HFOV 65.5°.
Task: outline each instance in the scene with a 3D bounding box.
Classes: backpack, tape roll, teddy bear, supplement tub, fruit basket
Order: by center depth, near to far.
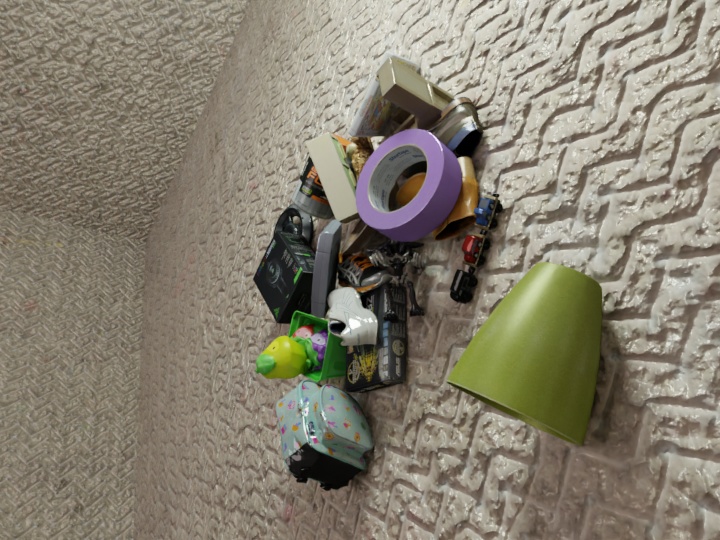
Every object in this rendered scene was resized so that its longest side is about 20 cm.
[{"bbox_3d":[0.086,-0.158,1.041,0.200,0.066,0.201,-18,60,35],"label":"tape roll"},{"bbox_3d":[-0.079,0.321,1.151,0.153,0.176,0.200,-48,39,11],"label":"backpack"},{"bbox_3d":[-0.137,0.177,1.275,0.215,0.215,0.156,7,84,59],"label":"fruit basket"},{"bbox_3d":[0.004,-0.249,1.308,0.067,0.145,0.201,-17,60,8],"label":"teddy bear"},{"bbox_3d":[-0.088,-0.244,1.442,0.201,0.122,0.123,-64,33,20],"label":"supplement tub"}]

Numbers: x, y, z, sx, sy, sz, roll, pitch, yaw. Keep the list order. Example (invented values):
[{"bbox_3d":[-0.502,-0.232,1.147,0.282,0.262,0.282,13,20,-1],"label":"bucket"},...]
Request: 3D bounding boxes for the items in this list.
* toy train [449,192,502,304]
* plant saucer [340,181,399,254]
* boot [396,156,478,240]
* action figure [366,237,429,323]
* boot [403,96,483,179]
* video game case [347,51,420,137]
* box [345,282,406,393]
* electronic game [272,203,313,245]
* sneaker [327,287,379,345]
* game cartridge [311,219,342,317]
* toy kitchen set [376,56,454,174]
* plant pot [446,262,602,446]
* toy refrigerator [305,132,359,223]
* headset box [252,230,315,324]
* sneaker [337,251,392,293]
[{"bbox_3d":[0.198,-0.040,0.971,0.034,0.046,0.201,27,101,58],"label":"toy train"},{"bbox_3d":[0.027,-0.110,1.218,0.200,0.032,0.200,-54,7,9],"label":"plant saucer"},{"bbox_3d":[0.139,-0.119,1.067,0.201,0.071,0.145,-24,51,45],"label":"boot"},{"bbox_3d":[0.076,-0.006,1.091,0.102,0.118,0.201,91,172,-68],"label":"action figure"},{"bbox_3d":[0.158,-0.233,1.088,0.200,0.074,0.097,-51,36,31],"label":"boot"},{"bbox_3d":[0.056,-0.380,1.232,0.023,0.200,0.182,33,113,12],"label":"video game case"},{"bbox_3d":[0.031,0.144,1.163,0.161,0.049,0.201,-26,55,49],"label":"box"},{"bbox_3d":[-0.198,-0.099,1.636,0.200,0.042,0.201,-15,71,49],"label":"electronic game"},{"bbox_3d":[-0.033,0.091,1.147,0.200,0.087,0.075,-139,45,-59],"label":"sneaker"},{"bbox_3d":[-0.077,-0.003,1.257,0.133,0.040,0.201,-75,-8,-71],"label":"game cartridge"},{"bbox_3d":[0.066,-0.337,1.173,0.200,0.180,0.164,-39,46,39],"label":"toy kitchen set"},{"bbox_3d":[0.241,0.099,0.748,0.187,0.187,0.201,11,72,59],"label":"plant pot"},{"bbox_3d":[-0.052,-0.217,1.321,0.070,0.076,0.201,-24,85,14],"label":"toy refrigerator"},{"bbox_3d":[-0.184,0.024,1.493,0.174,0.093,0.200,-59,45,25],"label":"headset box"},{"bbox_3d":[0.000,0.000,1.223,0.200,0.078,0.078,7,110,59],"label":"sneaker"}]
